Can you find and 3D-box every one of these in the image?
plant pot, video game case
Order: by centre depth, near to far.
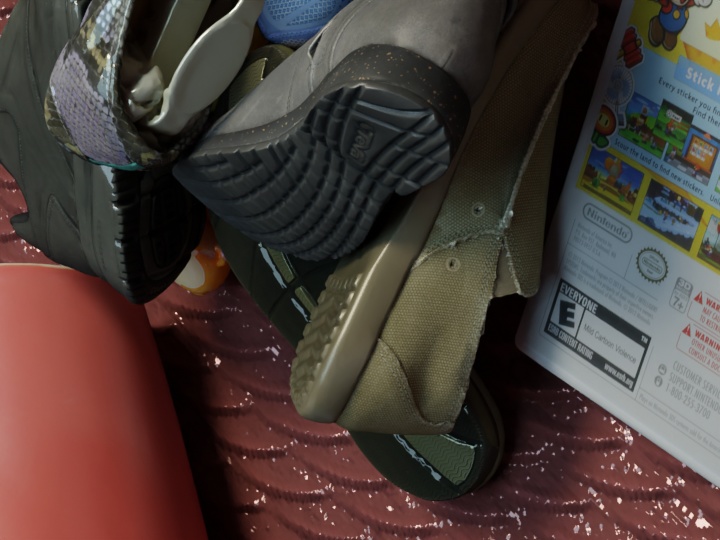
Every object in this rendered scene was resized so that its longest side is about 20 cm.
[{"bbox_3d":[0.150,-0.010,0.893,0.200,0.023,0.182,35,117,42],"label":"video game case"},{"bbox_3d":[-0.160,0.102,1.129,0.200,0.200,0.178,-27,63,45],"label":"plant pot"}]

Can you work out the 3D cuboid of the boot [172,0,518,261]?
[{"bbox_3d":[0.011,-0.082,0.943,0.200,0.070,0.132,-18,40,59],"label":"boot"}]

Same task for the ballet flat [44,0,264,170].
[{"bbox_3d":[-0.052,-0.126,0.945,0.072,0.072,0.201,29,98,43],"label":"ballet flat"}]

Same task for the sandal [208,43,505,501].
[{"bbox_3d":[0.000,0.001,1.039,0.080,0.057,0.201,-34,83,42],"label":"sandal"}]

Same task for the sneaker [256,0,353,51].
[{"bbox_3d":[0.008,-0.162,0.991,0.200,0.089,0.079,-49,56,37],"label":"sneaker"}]

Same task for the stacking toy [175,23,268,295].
[{"bbox_3d":[-0.081,-0.085,1.100,0.116,0.110,0.201,12,112,44],"label":"stacking toy"}]

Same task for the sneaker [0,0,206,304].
[{"bbox_3d":[-0.120,-0.082,1.027,0.091,0.076,0.201,15,121,28],"label":"sneaker"}]

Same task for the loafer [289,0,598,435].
[{"bbox_3d":[0.042,-0.025,0.967,0.200,0.067,0.076,-62,16,3],"label":"loafer"}]
